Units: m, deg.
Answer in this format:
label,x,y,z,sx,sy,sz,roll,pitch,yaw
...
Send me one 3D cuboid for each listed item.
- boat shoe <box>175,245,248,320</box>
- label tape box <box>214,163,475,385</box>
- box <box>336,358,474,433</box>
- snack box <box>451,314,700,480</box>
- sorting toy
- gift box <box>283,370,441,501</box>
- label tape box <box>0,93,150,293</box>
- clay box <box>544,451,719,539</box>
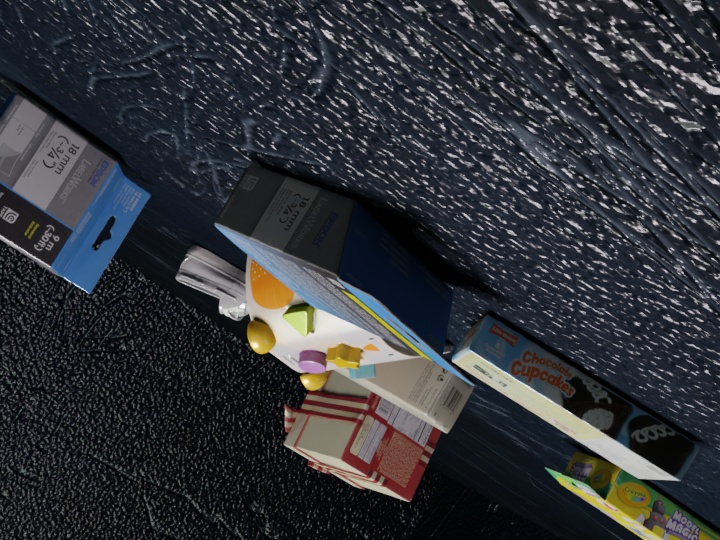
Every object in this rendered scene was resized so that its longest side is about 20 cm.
label,x,y,z,sx,sy,sz,roll,pitch,yaw
boat shoe,-0.184,0.035,1.692,0.199,0.069,0.072,30,171,13
label tape box,0.000,0.000,0.891,0.199,0.064,0.144,23,167,46
box,0.031,0.113,1.385,0.199,0.069,0.082,27,170,31
snack box,0.174,0.109,0.974,0.199,0.037,0.116,32,171,2
sorting toy,-0.005,0.058,1.208,0.179,0.108,0.200,-1,151,38
gift box,-0.002,0.232,1.821,0.200,0.186,0.186,41,159,-28
label tape box,-0.347,-0.084,1.317,0.199,0.145,0.063,35,168,-24
clay box,0.317,0.271,1.333,0.199,0.048,0.115,36,171,-15
